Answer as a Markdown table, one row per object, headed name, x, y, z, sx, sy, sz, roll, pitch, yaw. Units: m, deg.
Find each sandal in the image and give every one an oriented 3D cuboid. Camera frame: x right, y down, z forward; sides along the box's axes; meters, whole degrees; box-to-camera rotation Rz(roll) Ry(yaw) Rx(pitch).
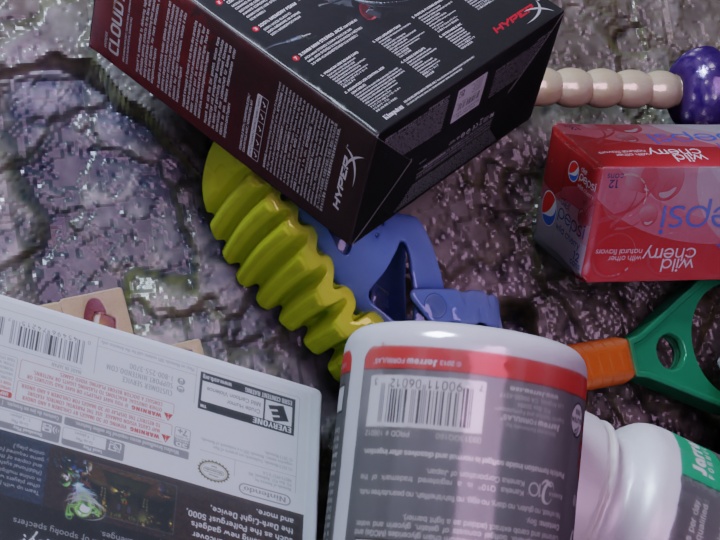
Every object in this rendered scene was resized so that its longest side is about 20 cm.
| name | x | y | z | sx | sy | sz | roll | pitch | yaw |
| --- | --- | --- | --- | --- | --- | --- | --- | --- | --- |
| sandal | 0.000 | 0.000 | 1.090 | 0.087 | 0.079 | 0.200 | -46 | 104 | -28 |

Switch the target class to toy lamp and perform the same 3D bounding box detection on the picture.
| name | x | y | z | sx | sy | sz | roll | pitch | yaw |
| --- | --- | --- | --- | --- | --- | --- | --- | --- | --- |
| toy lamp | 0.101 | -0.100 | 1.161 | 0.198 | 0.058 | 0.059 | -1 | 77 | -24 |

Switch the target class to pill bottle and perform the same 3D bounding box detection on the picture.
| name | x | y | z | sx | sy | sz | roll | pitch | yaw |
| --- | --- | --- | --- | --- | --- | --- | --- | --- | --- |
| pill bottle | 0.039 | 0.131 | 0.982 | 0.115 | 0.116 | 0.202 | 10 | 80 | -19 |
| pill bottle | 0.163 | 0.147 | 1.092 | 0.199 | 0.113 | 0.114 | 25 | 70 | -15 |

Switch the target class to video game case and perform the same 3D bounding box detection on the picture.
| name | x | y | z | sx | sy | sz | roll | pitch | yaw |
| --- | --- | --- | --- | --- | --- | --- | --- | --- | --- |
| video game case | -0.114 | 0.104 | 0.998 | 0.199 | 0.023 | 0.183 | 18 | 45 | -17 |

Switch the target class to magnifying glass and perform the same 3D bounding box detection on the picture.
| name | x | y | z | sx | sy | sz | roll | pitch | yaw |
| --- | --- | --- | --- | --- | --- | --- | --- | --- | --- |
| magnifying glass | 0.155 | 0.045 | 1.148 | 0.199 | 0.022 | 0.080 | -7 | 84 | -34 |

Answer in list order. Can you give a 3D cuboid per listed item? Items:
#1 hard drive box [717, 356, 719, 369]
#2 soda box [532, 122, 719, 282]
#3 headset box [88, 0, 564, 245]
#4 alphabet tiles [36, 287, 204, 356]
| name | x | y | z | sx | sy | sz | roll | pitch | yaw |
| --- | --- | --- | --- | --- | --- | --- | --- | --- | --- |
| hard drive box | 0.301 | 0.101 | 1.116 | 0.199 | 0.156 | 0.077 | 27 | 113 | -21 |
| soda box | 0.198 | -0.038 | 1.164 | 0.198 | 0.063 | 0.071 | -2 | 116 | -22 |
| headset box | -0.026 | -0.124 | 1.057 | 0.200 | 0.075 | 0.148 | 37 | 48 | 20 |
| alphabet tiles | -0.157 | 0.101 | 1.038 | 0.199 | 0.006 | 0.168 | -12 | 81 | -23 |
